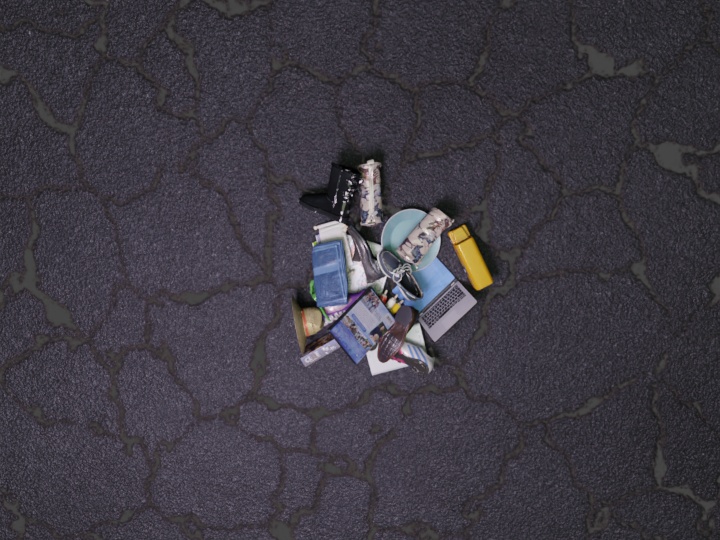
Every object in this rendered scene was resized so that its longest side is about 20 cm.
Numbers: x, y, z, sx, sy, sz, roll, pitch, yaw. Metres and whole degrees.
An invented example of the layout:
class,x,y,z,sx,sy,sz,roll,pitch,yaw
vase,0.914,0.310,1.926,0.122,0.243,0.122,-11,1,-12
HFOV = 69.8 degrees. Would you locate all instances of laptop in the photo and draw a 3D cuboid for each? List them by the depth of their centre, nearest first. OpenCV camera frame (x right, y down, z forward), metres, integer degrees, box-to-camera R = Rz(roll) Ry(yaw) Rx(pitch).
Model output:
class,x,y,z,sx,sy,sz,roll,pitch,yaw
laptop,0.235,0.085,1.659,0.187,0.201,0.116,-44,129,8

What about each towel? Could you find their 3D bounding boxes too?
class,x,y,z,sx,sy,sz,roll,pitch,yaw
towel,-0.097,0.011,1.621,0.110,0.049,0.204,-10,77,14

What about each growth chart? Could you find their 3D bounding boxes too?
class,x,y,z,sx,sy,sz,roll,pitch,yaw
growth chart,-0.092,-0.062,1.674,0.142,0.018,0.204,-8,92,16

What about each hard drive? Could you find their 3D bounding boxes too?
class,x,y,z,sx,sy,sz,roll,pitch,yaw
hard drive,0.118,0.262,1.730,0.197,0.026,0.134,-15,98,4

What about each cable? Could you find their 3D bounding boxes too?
class,x,y,z,sx,sy,sz,roll,pitch,yaw
cable,0.056,0.157,1.666,0.096,0.050,0.202,30,79,-10

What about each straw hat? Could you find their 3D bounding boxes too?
class,x,y,z,sx,sy,sz,roll,pitch,yaw
straw hat,-0.161,0.160,1.640,0.084,0.201,0.205,-11,98,-4

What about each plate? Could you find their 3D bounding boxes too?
class,x,y,z,sx,sy,sz,roll,pitch,yaw
plate,0.161,-0.097,1.666,0.196,0.026,0.204,-1,96,-9

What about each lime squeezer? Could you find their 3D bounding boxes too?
class,x,y,z,sx,sy,sz,roll,pitch,yaw
lime squeezer,-0.129,0.067,1.663,0.069,0.038,0.204,-5,77,9

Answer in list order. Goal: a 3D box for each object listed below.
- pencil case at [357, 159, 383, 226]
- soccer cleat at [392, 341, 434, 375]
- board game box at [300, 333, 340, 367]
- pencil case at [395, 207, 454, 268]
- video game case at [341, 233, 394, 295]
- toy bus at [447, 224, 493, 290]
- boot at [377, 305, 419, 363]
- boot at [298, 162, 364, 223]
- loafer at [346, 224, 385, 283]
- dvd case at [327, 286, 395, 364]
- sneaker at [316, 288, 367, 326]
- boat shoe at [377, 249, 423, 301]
class,x,y,z,sx,sy,sz,roll,pitch,yaw
pencil case,0.032,-0.241,1.620,0.076,0.089,0.204,-4,98,-13
soccer cleat,0.153,0.267,1.689,0.198,0.086,0.071,32,127,18
board game box,-0.096,0.231,1.677,0.198,0.136,0.035,-30,96,5
pencil case,0.205,-0.106,1.618,0.089,0.078,0.201,40,90,-1
video game case,0.000,0.000,1.696,0.179,0.024,0.203,17,98,-1
toy bus,0.351,-0.044,1.651,0.064,0.078,0.202,-26,97,5
boot,0.126,0.203,1.633,0.074,0.097,0.202,34,103,26
boot,-0.092,-0.253,1.604,0.196,0.073,0.165,24,112,22
loafer,0.005,-0.050,1.641,0.072,0.073,0.202,-30,96,6
dvd case,0.008,0.169,1.602,0.200,0.017,0.143,-44,104,-22
sneaker,-0.065,0.102,1.672,0.198,0.080,0.089,-29,91,21
boat shoe,0.127,0.015,1.622,0.075,0.062,0.201,-38,103,-21
